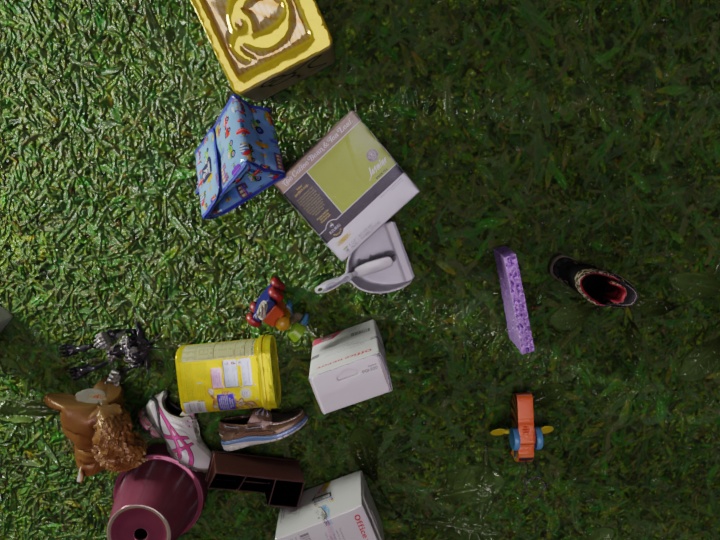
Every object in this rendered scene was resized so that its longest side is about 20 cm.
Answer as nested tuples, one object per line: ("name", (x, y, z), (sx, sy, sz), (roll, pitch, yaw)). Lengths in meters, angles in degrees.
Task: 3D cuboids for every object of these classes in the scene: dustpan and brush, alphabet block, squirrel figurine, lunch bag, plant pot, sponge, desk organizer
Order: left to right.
("squirrel figurine", (-0.532, 0.347, 1.239), (0.198, 0.141, 0.190), (20, 111, 28))
("plant pot", (-0.433, 0.495, 1.269), (0.196, 0.179, 0.204), (0, 101, -2))
("lunch bag", (-0.246, -0.199, 1.142), (0.199, 0.093, 0.153), (-32, 62, 35))
("desk organizer", (-0.222, 0.445, 1.291), (0.197, 0.077, 0.073), (13, 101, -20))
("alphabet block", (-0.165, -0.434, 1.080), (0.193, 0.200, 0.199), (-27, 101, 4))
("dustpan and brush", (0.000, 0.000, 1.238), (0.197, 0.057, 0.141), (-20, 108, 7))
("sponge", (0.310, 0.057, 1.234), (0.029, 0.112, 0.203), (-13, 101, 3))

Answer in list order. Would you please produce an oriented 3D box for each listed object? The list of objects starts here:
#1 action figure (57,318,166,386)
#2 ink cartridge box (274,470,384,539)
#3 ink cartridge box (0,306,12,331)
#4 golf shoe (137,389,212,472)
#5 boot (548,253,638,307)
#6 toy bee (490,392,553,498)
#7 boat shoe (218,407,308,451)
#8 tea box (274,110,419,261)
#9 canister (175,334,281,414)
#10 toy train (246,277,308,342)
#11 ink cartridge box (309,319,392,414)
("action figure", (-0.506, 0.174, 1.244), (0.196, 0.102, 0.121), (-13, 100, 5))
("ink cartridge box", (-0.061, 0.557, 1.307), (0.197, 0.145, 0.149), (-21, 102, 3))
("ink cartridge box", (-0.782, 0.136, 1.177), (0.067, 0.200, 0.117), (42, 98, -9))
("golf shoe", (-0.376, 0.344, 1.294), (0.092, 0.073, 0.200), (-43, 100, 7))
("boot", (0.487, 0.035, 1.214), (0.198, 0.151, 0.074), (27, 100, -6))
("toy bee", (0.342, 0.368, 1.315), (0.129, 0.109, 0.203), (19, 76, 3))
("boat shoe", (-0.211, 0.324, 1.295), (0.197, 0.072, 0.074), (-18, 100, 2))
("tea box", (-0.026, -0.164, 1.171), (0.199, 0.134, 0.197), (-40, 100, 6))
("canister", (-0.273, 0.217, 1.263), (0.196, 0.087, 0.152), (-5, 96, 1))
("toy train", (-0.156, 0.098, 1.188), (0.115, 0.200, 0.085), (40, 98, -13))
("ink cartridge box", (-0.020, 0.185, 1.206), (0.143, 0.200, 0.086), (-19, 102, 3))
